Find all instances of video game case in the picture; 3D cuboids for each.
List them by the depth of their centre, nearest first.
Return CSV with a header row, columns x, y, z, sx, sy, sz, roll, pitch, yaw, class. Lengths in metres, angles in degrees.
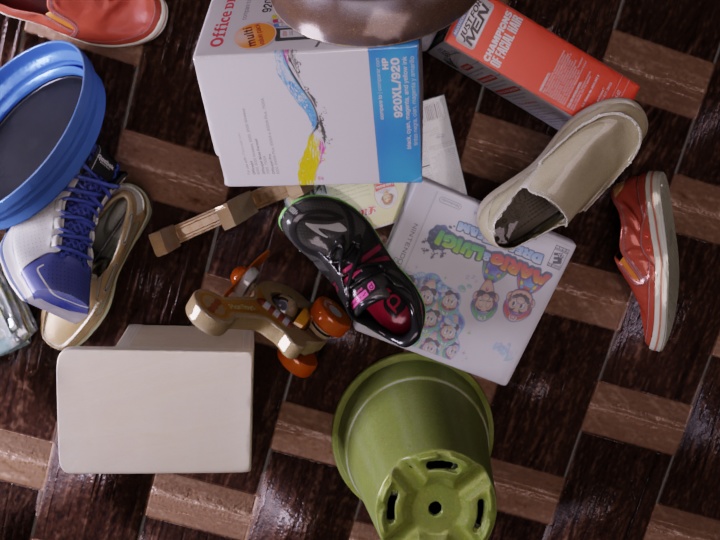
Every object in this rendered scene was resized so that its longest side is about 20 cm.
x,y,z,sx,sy,sz,roll,pitch,yaw,class
0.114,0.016,0.856,0.195,0.024,0.186,20,107,-11,video game case

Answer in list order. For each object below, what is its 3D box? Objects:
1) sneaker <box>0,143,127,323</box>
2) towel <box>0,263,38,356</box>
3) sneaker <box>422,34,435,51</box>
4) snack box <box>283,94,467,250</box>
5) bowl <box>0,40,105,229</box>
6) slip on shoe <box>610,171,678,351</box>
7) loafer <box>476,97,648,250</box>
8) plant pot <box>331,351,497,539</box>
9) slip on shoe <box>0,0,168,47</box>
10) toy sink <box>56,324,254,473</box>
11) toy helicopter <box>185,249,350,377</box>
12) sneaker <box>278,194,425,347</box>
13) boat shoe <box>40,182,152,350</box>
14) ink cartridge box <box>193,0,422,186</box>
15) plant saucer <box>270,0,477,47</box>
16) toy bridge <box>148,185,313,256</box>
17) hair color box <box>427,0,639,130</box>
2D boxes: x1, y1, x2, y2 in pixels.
x,y,z,sx,sy,sz,roll,pitch,yaw,class
-0.286,-0.062,0.755,0.114,0.202,0.080,-36,143,17,sneaker
-0.470,0.034,0.836,0.196,0.048,0.175,-22,97,1,towel
0.035,-0.331,0.789,0.111,0.075,0.206,4,95,-2,sneaker
0.010,-0.106,0.842,0.195,0.037,0.119,-16,101,0,snack box
-0.331,-0.131,0.754,0.199,0.202,0.039,-40,140,5,bowl
0.318,-0.008,0.862,0.060,0.074,0.205,-2,110,33,slip on shoe
0.198,-0.083,0.756,0.075,0.069,0.200,37,119,-18,loafer
0.068,0.214,0.824,0.194,0.190,0.206,-1,101,-3,plant pot
-0.295,-0.275,0.784,0.194,0.061,0.076,12,97,-7,slip on shoe
-0.213,0.134,0.834,0.194,0.112,0.134,1,100,-8,toy sink
-0.107,0.036,0.791,0.079,0.198,0.133,-48,65,18,toy helicopter
0.000,0.000,0.786,0.199,0.084,0.077,42,103,-16,sneaker
-0.292,-0.001,0.823,0.070,0.076,0.204,26,98,-8,boat shoe
-0.039,-0.183,0.731,0.194,0.150,0.147,-1,137,6,ink cartridge box
0.014,-0.270,0.676,0.194,0.204,0.032,-9,142,-1,plant saucer
-0.129,-0.066,0.820,0.196,0.067,0.028,-20,100,22,toy bridge
0.173,-0.209,0.797,0.196,0.111,0.065,27,97,-8,hair color box
